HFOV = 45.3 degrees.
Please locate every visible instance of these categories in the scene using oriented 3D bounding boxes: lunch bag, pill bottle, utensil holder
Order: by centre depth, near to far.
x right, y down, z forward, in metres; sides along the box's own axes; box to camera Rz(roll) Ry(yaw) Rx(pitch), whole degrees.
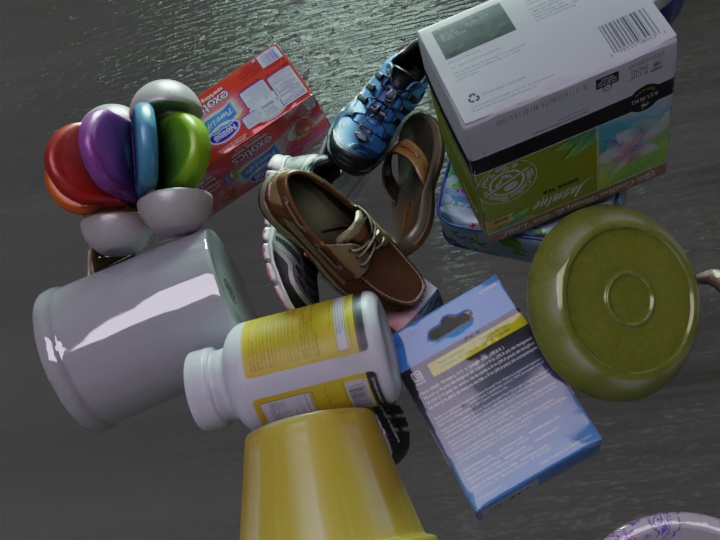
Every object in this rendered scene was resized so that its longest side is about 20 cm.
[{"bbox_3d":[-0.066,0.096,0.850,0.198,0.112,0.113,-14,65,7],"label":"pill bottle"},{"bbox_3d":[-0.228,0.062,0.957,0.199,0.170,0.171,-24,64,1],"label":"utensil holder"},{"bbox_3d":[0.194,-0.092,0.958,0.198,0.083,0.162,10,72,18],"label":"lunch bag"}]

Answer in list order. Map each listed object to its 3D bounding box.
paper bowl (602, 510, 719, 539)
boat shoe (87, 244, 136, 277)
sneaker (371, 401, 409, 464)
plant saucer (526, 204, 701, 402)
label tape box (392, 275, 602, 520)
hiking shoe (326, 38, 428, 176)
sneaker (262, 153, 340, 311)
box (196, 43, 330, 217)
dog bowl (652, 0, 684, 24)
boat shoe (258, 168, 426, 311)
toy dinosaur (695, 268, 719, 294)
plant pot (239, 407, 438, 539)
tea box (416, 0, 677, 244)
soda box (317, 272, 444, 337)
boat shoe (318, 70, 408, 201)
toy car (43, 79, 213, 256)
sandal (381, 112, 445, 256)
[{"bbox_3d":[0.283,0.319,0.750,0.199,0.104,0.202,-5,66,12],"label":"paper bowl"},{"bbox_3d":[-0.305,-0.059,1.077,0.072,0.065,0.201,14,60,-24],"label":"boat shoe"},{"bbox_3d":[-0.020,0.135,0.934,0.080,0.074,0.200,-43,59,11],"label":"sneaker"},{"bbox_3d":[0.262,0.030,0.861,0.198,0.031,0.202,2,83,-15],"label":"plant saucer"},{"bbox_3d":[0.133,0.129,0.890,0.143,0.063,0.201,-29,64,0],"label":"label tape box"},{"bbox_3d":[0.023,-0.192,0.974,0.074,0.087,0.201,30,53,1],"label":"hiking shoe"},{"bbox_3d":[-0.053,-0.047,0.937,0.087,0.074,0.201,-13,61,17],"label":"sneaker"},{"bbox_3d":[-0.149,-0.171,1.071,0.199,0.096,0.100,-35,64,-1],"label":"box"},{"bbox_3d":[0.299,-0.367,1.048,0.198,0.079,0.202,-6,66,13],"label":"dog bowl"},{"bbox_3d":[-0.015,-0.030,0.872,0.199,0.074,0.076,36,71,-13],"label":"boat shoe"},{"bbox_3d":[0.430,0.023,0.852,0.198,0.086,0.137,-4,74,19],"label":"toy dinosaur"},{"bbox_3d":[-0.031,0.236,0.803,0.199,0.201,0.190,-15,72,8],"label":"plant pot"},{"bbox_3d":[0.181,-0.160,0.836,0.199,0.197,0.134,-22,57,4],"label":"tea box"},{"bbox_3d":[0.000,0.000,0.980,0.200,0.064,0.068,38,81,24],"label":"soda box"},{"bbox_3d":[0.003,-0.172,1.049,0.073,0.065,0.201,17,73,21],"label":"boat shoe"},{"bbox_3d":[-0.264,-0.120,0.955,0.199,0.150,0.177,-15,74,27],"label":"toy car"},{"bbox_3d":[0.052,-0.108,0.986,0.080,0.054,0.201,-34,38,48],"label":"sandal"}]
